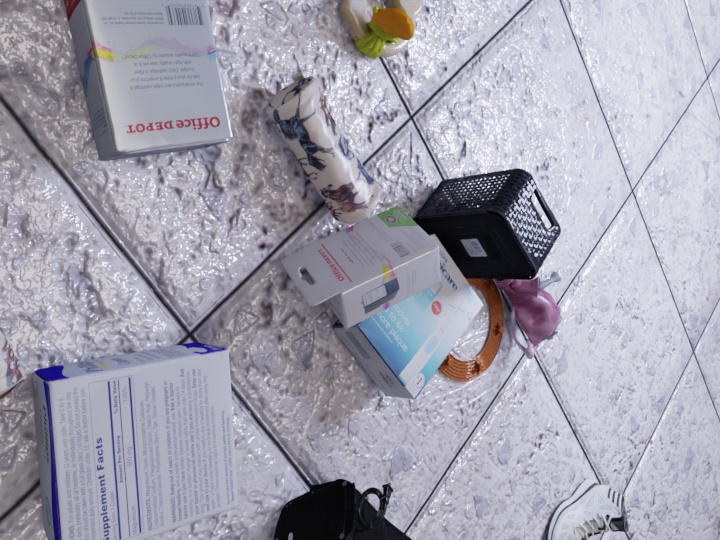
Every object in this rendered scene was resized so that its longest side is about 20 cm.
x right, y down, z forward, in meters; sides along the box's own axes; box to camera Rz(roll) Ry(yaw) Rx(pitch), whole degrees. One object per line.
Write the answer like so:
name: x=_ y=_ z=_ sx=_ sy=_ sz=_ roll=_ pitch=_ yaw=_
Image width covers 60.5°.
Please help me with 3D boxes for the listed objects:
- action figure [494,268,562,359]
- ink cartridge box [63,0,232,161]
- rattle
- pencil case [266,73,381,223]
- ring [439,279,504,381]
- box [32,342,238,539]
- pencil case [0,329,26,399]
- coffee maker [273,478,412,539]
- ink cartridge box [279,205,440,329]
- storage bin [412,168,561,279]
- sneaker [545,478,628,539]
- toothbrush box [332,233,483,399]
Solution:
action figure: x=0.283 y=0.034 z=1.120 sx=0.149 sy=0.134 sz=0.199 roll=-47 pitch=121 yaw=4
ink cartridge box: x=-0.242 y=-0.238 z=0.706 sx=0.143 sy=0.082 sz=0.207 roll=-15 pitch=100 yaw=-36
rattle: x=0.071 y=-0.418 z=0.915 sx=0.199 sy=0.142 sz=0.131 roll=-43 pitch=96 yaw=-22
pencil case: x=-0.048 y=-0.167 z=0.851 sx=0.202 sy=0.076 sz=0.090 roll=56 pitch=32 yaw=-23
ring: x=0.191 y=0.092 z=1.084 sx=0.196 sy=0.019 sz=0.208 roll=-1 pitch=91 yaw=-37
box: x=-0.249 y=0.190 z=0.694 sx=0.196 sy=0.104 sz=0.190 roll=-5 pitch=94 yaw=-38
pencil case: x=-0.406 y=0.044 z=0.588 sx=0.089 sy=0.076 sz=0.205 roll=-38 pitch=113 yaw=-46
coffee maker: x=0.007 y=0.392 z=0.841 sx=0.201 sy=0.189 sz=0.137 roll=48 pitch=48 yaw=-29
ink cartridge box: x=0.000 y=0.000 z=0.853 sx=0.196 sy=0.117 sz=0.069 roll=-24 pitch=134 yaw=-17
storage bin: x=0.194 y=-0.067 z=0.969 sx=0.094 sy=0.198 sz=0.136 roll=-50 pitch=117 yaw=-24
sneaker: x=0.462 y=0.503 z=1.237 sx=0.199 sy=0.114 sz=0.077 roll=-34 pitch=110 yaw=-31
toothbrush box: x=0.076 y=0.069 z=0.945 sx=0.200 sy=0.085 sz=0.148 roll=-47 pitch=108 yaw=-28
